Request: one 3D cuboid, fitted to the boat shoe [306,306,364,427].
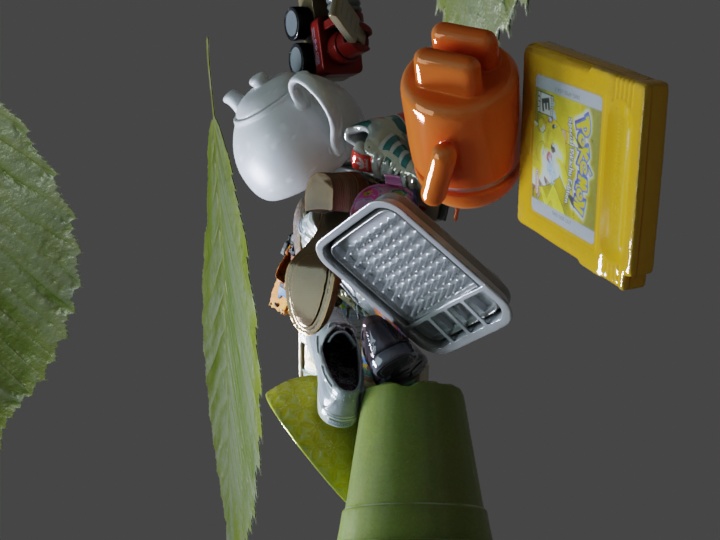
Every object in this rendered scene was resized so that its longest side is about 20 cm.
[{"bbox_3d":[-0.024,0.103,1.423,0.202,0.069,0.072,-99,22,-50],"label":"boat shoe"}]

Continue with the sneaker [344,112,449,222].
[{"bbox_3d":[0.040,-0.120,1.373,0.200,0.093,0.071,-116,25,-46],"label":"sneaker"}]

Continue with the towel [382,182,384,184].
[{"bbox_3d":[0.037,-0.048,1.530,0.147,0.021,0.202,-122,30,-54],"label":"towel"}]

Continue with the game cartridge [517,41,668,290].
[{"bbox_3d":[0.197,-0.096,0.995,0.200,0.032,0.178,-132,39,-63],"label":"game cartridge"}]

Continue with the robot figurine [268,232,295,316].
[{"bbox_3d":[-0.069,-0.032,1.707,0.058,0.145,0.201,34,125,14],"label":"robot figurine"}]

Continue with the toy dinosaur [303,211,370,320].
[{"bbox_3d":[-0.041,0.023,1.535,0.200,0.088,0.047,50,168,-7],"label":"toy dinosaur"}]

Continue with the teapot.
[{"bbox_3d":[-0.096,-0.198,1.505,0.147,0.199,0.198,57,-158,-21],"label":"teapot"}]

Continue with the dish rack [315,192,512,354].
[{"bbox_3d":[0.062,0.000,1.241,0.171,0.200,0.044,-32,21,55],"label":"dish rack"}]

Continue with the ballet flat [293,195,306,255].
[{"bbox_3d":[-0.055,-0.007,1.590,0.067,0.067,0.202,-179,85,-72],"label":"ballet flat"}]

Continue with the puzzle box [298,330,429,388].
[{"bbox_3d":[0.001,0.160,1.540,0.199,0.025,0.134,17,120,30],"label":"puzzle box"}]

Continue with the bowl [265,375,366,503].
[{"bbox_3d":[-0.020,0.203,1.472,0.201,0.107,0.200,51,178,2],"label":"bowl"}]

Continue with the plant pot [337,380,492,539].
[{"bbox_3d":[0.062,0.234,1.341,0.200,0.198,0.192,135,137,-68],"label":"plant pot"}]

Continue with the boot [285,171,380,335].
[{"bbox_3d":[-0.017,-0.020,1.396,0.076,0.155,0.202,3,89,34],"label":"boot"}]

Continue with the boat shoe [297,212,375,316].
[{"bbox_3d":[-0.001,0.000,1.472,0.202,0.074,0.065,47,146,-6],"label":"boat shoe"}]

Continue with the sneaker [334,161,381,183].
[{"bbox_3d":[-0.026,-0.093,1.554,0.199,0.076,0.115,-159,68,-65],"label":"sneaker"}]

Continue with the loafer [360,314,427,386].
[{"bbox_3d":[0.036,0.097,1.360,0.063,0.071,0.200,61,178,15],"label":"loafer"}]

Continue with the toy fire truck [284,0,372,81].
[{"bbox_3d":[-0.033,-0.352,1.493,0.200,0.128,0.178,-8,89,61],"label":"toy fire truck"}]

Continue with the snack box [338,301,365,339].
[{"bbox_3d":[-0.009,0.131,1.671,0.169,0.067,0.202,-177,79,-75],"label":"snack box"}]

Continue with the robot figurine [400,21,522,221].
[{"bbox_3d":[0.100,-0.141,1.101,0.201,0.116,0.145,75,180,-48],"label":"robot figurine"}]

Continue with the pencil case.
[{"bbox_3d":[0.043,-0.013,1.349,0.088,0.087,0.201,-118,10,-48],"label":"pencil case"}]
